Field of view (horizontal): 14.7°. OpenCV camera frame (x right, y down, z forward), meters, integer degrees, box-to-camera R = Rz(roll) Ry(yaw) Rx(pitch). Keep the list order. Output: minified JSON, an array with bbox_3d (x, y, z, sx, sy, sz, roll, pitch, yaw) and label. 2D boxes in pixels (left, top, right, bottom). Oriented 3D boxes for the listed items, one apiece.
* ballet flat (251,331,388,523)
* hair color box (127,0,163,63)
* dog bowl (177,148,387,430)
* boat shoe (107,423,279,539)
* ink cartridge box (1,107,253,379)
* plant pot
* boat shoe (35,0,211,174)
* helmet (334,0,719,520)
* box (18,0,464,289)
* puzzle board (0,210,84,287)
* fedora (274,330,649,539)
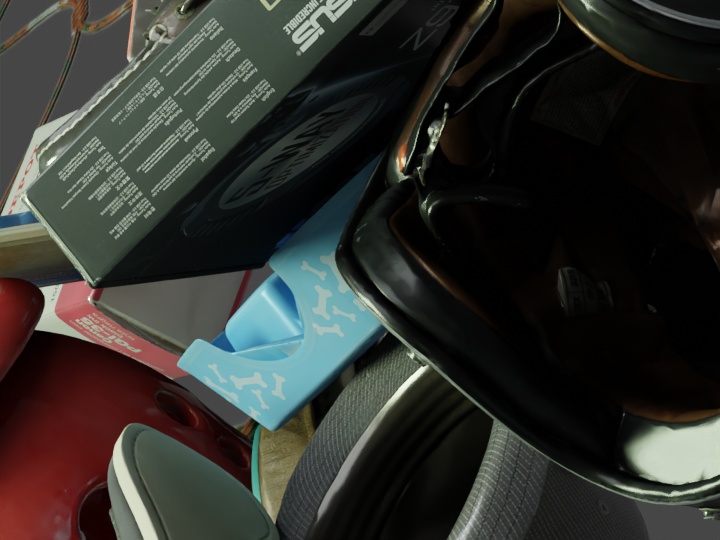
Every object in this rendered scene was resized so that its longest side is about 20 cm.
[{"bbox_3d":[-0.007,0.065,1.208,0.072,0.068,0.200,-32,29,17],"label":"ballet flat"},{"bbox_3d":[-0.029,-0.085,1.213,0.200,0.111,0.064,69,-156,-76],"label":"hair color box"},{"bbox_3d":[0.000,0.000,1.109,0.111,0.050,0.200,-41,-2,-35],"label":"dog bowl"},{"bbox_3d":[-0.069,0.119,1.026,0.063,0.073,0.200,-56,21,12],"label":"boat shoe"},{"bbox_3d":[-0.129,-0.015,1.505,0.200,0.083,0.147,-16,50,59],"label":"ink cartridge box"},{"bbox_3d":[-0.150,0.117,1.229,0.200,0.182,0.200,-47,11,12],"label":"plant pot"},{"bbox_3d":[-0.047,-0.096,1.082,0.201,0.066,0.072,-36,-18,-4],"label":"boat shoe"},{"bbox_3d":[0.109,-0.020,0.885,0.200,0.190,0.200,-60,5,8],"label":"helmet"},{"bbox_3d":[-0.009,-0.078,0.990,0.200,0.044,0.160,-43,-11,16],"label":"box"},{"bbox_3d":[-0.078,-0.020,1.236,0.151,0.199,0.017,127,133,-81],"label":"puzzle board"},{"bbox_3d":[0.041,0.103,1.010,0.177,0.090,0.200,-55,17,13],"label":"fedora"}]
